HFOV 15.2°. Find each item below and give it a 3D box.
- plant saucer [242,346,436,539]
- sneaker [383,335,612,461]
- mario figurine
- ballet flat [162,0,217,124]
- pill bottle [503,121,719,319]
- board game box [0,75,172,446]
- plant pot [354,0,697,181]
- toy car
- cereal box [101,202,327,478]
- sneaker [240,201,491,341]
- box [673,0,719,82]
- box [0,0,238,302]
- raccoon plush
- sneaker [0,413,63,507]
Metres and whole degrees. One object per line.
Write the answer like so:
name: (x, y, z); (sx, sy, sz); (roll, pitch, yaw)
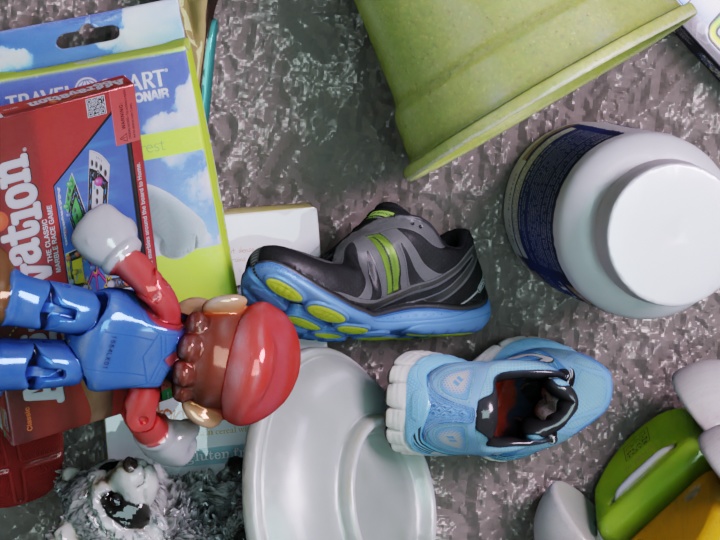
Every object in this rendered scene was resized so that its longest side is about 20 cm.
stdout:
plant saucer: (0.000, 0.143, 1.623); (0.050, 0.200, 0.201); (-9, 100, 29)
sneaker: (0.101, 0.086, 1.651); (0.200, 0.090, 0.079); (-6, 100, -53)
mario figurine: (-0.130, 0.039, 1.537); (0.199, 0.124, 0.106); (10, 52, -21)
ballet flat: (-0.108, -0.164, 1.631); (0.063, 0.069, 0.201); (12, 93, 2)
pill bottle: (0.160, -0.030, 1.627); (0.110, 0.200, 0.112); (-1, 96, -10)
board game box: (-0.167, -0.004, 1.540); (0.103, 0.019, 0.201); (-16, 118, -20)
plant pot: (0.069, -0.182, 1.613); (0.200, 0.200, 0.185); (-29, 89, -7)
toy car: (0.212, 0.168, 1.666); (0.150, 0.200, 0.175); (41, 104, -20)
cereal box: (-0.091, 0.063, 1.670); (0.143, 0.040, 0.201); (-6, 98, -8)
sneaker: (0.001, 0.000, 1.641); (0.199, 0.071, 0.083); (2, 81, -46)
box: (0.262, -0.165, 1.717); (0.110, 0.035, 0.200); (-45, 102, -3)
box: (-0.145, -0.050, 1.599); (0.121, 0.048, 0.201); (-11, 102, -1)
raccoon plush: (-0.117, 0.195, 1.625); (0.133, 0.097, 0.201); (-2, 111, -2)
sneaker: (-0.230, 0.042, 1.627); (0.078, 0.116, 0.201); (-13, 133, -3)
